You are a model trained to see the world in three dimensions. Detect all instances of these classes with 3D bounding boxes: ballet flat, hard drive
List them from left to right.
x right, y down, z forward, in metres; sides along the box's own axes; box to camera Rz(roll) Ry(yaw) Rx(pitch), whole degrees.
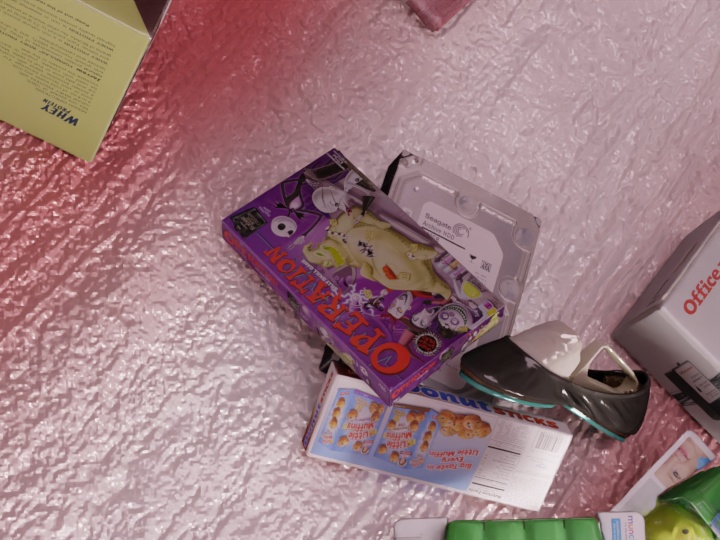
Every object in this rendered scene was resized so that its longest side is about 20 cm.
[{"bbox_3d":[0.061,0.017,1.129,0.139,0.038,0.201,26,61,-12],"label":"hard drive"},{"bbox_3d":[0.159,0.078,1.100,0.199,0.068,0.069,21,103,-40],"label":"ballet flat"}]

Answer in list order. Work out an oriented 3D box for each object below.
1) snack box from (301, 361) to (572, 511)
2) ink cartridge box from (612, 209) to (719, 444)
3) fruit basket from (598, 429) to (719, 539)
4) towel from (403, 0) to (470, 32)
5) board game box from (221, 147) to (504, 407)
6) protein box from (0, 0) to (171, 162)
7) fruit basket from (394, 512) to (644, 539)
[{"bbox_3d":[0.060,0.129,1.068,0.198,0.024,0.072,16,109,-16],"label":"snack box"},{"bbox_3d":[0.337,0.065,1.199,0.200,0.083,0.147,45,60,-2],"label":"ink cartridge box"},{"bbox_3d":[0.257,0.255,1.088,0.200,0.094,0.186,-39,88,-27],"label":"fruit basket"},{"bbox_3d":[0.039,-0.324,1.263,0.200,0.023,0.144,45,60,0],"label":"towel"},{"bbox_3d":[0.000,0.000,1.067,0.120,0.032,0.200,-37,64,-21],"label":"board game box"},{"bbox_3d":[-0.237,-0.213,0.999,0.197,0.200,0.136,26,62,-12],"label":"protein box"},{"bbox_3d":[0.118,0.278,1.008,0.183,0.094,0.202,-3,85,2],"label":"fruit basket"}]
